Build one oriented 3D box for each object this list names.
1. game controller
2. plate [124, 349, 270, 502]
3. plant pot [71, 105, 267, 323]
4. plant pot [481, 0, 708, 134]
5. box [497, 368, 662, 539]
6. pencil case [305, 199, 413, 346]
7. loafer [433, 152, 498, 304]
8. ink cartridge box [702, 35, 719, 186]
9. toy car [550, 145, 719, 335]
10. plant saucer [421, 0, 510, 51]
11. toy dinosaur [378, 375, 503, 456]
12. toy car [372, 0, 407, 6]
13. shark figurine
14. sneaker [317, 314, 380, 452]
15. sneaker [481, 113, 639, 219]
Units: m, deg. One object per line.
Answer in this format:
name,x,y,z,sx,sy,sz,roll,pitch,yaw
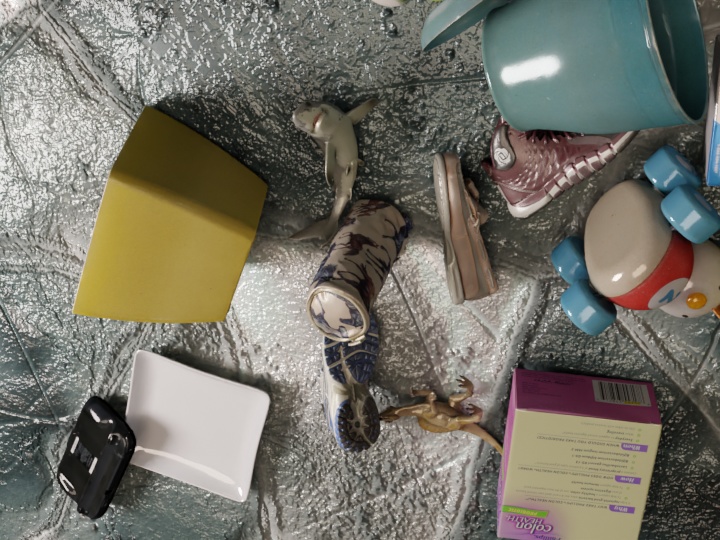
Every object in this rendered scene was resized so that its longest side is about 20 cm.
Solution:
game controller,-0.386,0.273,1.599,0.104,0.042,0.200,48,128,25
plate,-0.232,0.214,1.548,0.199,0.032,0.200,18,119,6
plant pot,-0.219,-0.050,1.331,0.176,0.200,0.200,18,120,-8
plant pot,0.234,-0.228,1.126,0.188,0.200,0.200,-10,114,32
box,0.269,0.239,1.385,0.175,0.097,0.201,5,117,4
pencil case,0.000,0.000,1.286,0.089,0.200,0.078,40,129,-12
loafer,0.126,-0.053,1.310,0.063,0.072,0.200,-9,121,0
ink cartridge box,0.469,-0.164,1.148,0.199,0.084,0.146,4,116,12
toy car,0.351,0.003,1.225,0.200,0.177,0.184,34,117,-18
plant saucer,0.140,-0.288,1.109,0.200,0.200,0.027,-31,94,26
toy dinosaur,0.122,0.191,1.444,0.199,0.058,0.101,18,137,-9
toy car,0.056,-0.372,1.092,0.175,0.150,0.201,-15,80,21
shark figurine,-0.044,-0.137,1.315,0.089,0.128,0.215,27,142,29
sneaker,-0.026,0.130,1.427,0.077,0.085,0.201,-3,96,-24
sneaker,0.215,-0.152,1.227,0.200,0.076,0.116,-39,99,28
